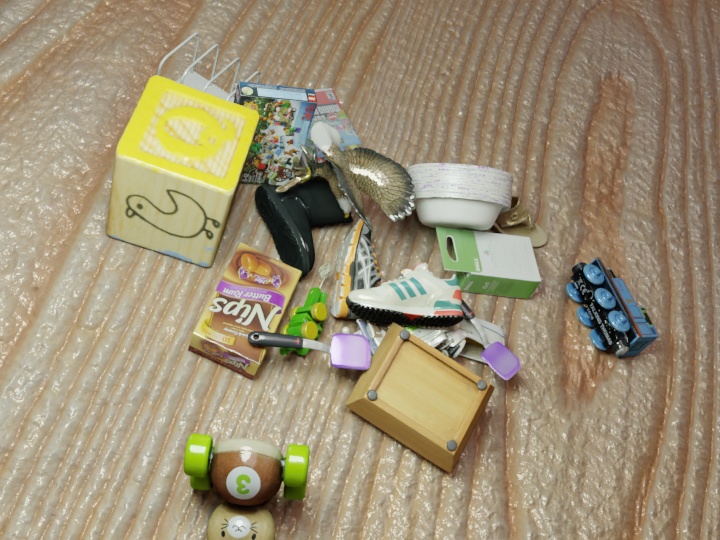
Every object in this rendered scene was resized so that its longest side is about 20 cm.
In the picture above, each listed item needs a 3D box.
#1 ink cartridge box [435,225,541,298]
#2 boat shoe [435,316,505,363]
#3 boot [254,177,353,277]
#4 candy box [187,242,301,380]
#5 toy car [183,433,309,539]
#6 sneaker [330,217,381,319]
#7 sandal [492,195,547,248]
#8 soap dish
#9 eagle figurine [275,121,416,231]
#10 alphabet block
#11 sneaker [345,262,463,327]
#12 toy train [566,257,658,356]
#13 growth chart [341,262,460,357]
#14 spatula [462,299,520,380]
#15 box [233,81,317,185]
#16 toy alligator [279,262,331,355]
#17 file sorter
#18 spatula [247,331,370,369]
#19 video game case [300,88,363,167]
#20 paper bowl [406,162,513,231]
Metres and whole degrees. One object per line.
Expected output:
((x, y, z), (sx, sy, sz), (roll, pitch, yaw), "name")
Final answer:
((0.228, -0.015, 1.608), (0.197, 0.060, 0.105), (6, 53, -17), "ink cartridge box")
((0.159, 0.114, 1.483), (0.197, 0.071, 0.071), (20, 47, -15), "boat shoe")
((-0.084, -0.089, 1.537), (0.161, 0.074, 0.200), (-12, 62, -35), "boot")
((-0.183, 0.062, 1.390), (0.115, 0.057, 0.202), (25, 52, -4), "candy box")
((-0.158, 0.336, 1.148), (0.161, 0.158, 0.203), (6, 64, -2), "toy car")
((0.000, 0.000, 1.501), (0.076, 0.078, 0.203), (16, 60, -12), "sneaker")
((0.287, -0.119, 1.702), (0.209, 0.070, 0.078), (28, 50, 0), "sandal")
((0.098, 0.195, 1.359), (0.198, 0.081, 0.159), (32, 71, 3), "soap dish")
((-0.018, -0.150, 1.475), (0.198, 0.151, 0.153), (18, 73, 36), "eagle figurine")
((-0.291, -0.160, 1.416), (0.192, 0.201, 0.199), (16, 51, -9), "alphabet block")
((0.073, 0.036, 1.411), (0.196, 0.070, 0.095), (6, 68, -8), "sneaker")
((0.469, 0.070, 1.631), (0.113, 0.087, 0.202), (2, 52, -31), "toy train")
((0.067, 0.090, 1.437), (0.199, 0.018, 0.146), (-36, 84, -14), "growth chart")
((0.196, 0.095, 1.460), (0.056, 0.021, 0.201), (-31, 81, -36), "spatula")
((-0.165, -0.236, 1.522), (0.134, 0.201, 0.038), (1, 50, -20), "box")
((-0.077, 0.075, 1.427), (0.055, 0.059, 0.201), (55, 42, -30), "toy alligator")
((-0.266, -0.324, 1.598), (0.198, 0.125, 0.139), (33, 49, 5), "file sorter")
((-0.078, 0.116, 1.343), (0.197, 0.021, 0.057), (11, 66, -20), "spatula")
((-0.080, -0.278, 1.708), (0.141, 0.018, 0.202), (-11, 61, -29), "video game case")
((0.180, -0.132, 1.600), (0.197, 0.200, 0.106), (6, 87, -17), "paper bowl")
